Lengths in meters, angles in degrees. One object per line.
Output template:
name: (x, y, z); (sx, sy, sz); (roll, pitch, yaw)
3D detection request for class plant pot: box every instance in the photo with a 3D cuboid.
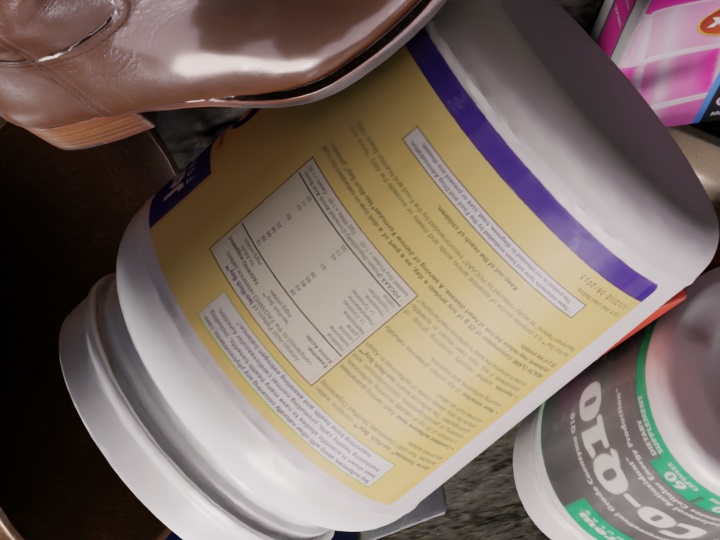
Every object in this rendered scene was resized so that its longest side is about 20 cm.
plant pot: (-0.187, 0.027, 0.864); (0.200, 0.187, 0.187); (-4, 165, 26)

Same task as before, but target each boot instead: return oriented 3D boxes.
boot: (-0.084, -0.106, 0.649); (0.186, 0.064, 0.200); (-23, 152, 22)

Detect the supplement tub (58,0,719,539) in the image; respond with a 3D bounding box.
supplement tub: (0.007, -0.001, 0.774); (0.200, 0.146, 0.145); (-40, 151, 17)

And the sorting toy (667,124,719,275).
sorting toy: (0.182, 0.013, 1.074); (0.185, 0.037, 0.200); (23, 154, 0)

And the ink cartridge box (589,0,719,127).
ink cartridge box: (0.147, -0.112, 0.852); (0.094, 0.037, 0.200); (-8, 157, -9)

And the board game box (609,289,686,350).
board game box: (0.037, 0.045, 0.972); (0.153, 0.040, 0.200); (-22, 171, -17)

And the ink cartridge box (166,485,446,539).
ink cartridge box: (-0.075, 0.132, 1.128); (0.196, 0.043, 0.200); (-12, 175, 16)

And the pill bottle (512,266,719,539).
pill bottle: (0.151, 0.075, 1.055); (0.113, 0.113, 0.200); (-5, 165, -18)
